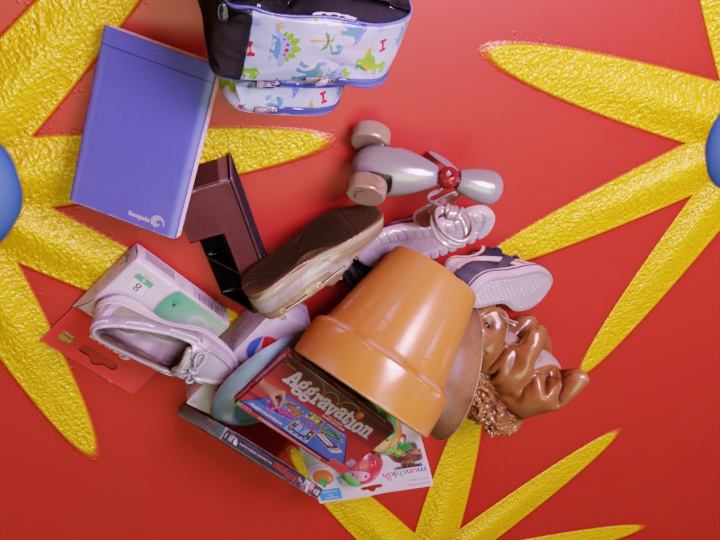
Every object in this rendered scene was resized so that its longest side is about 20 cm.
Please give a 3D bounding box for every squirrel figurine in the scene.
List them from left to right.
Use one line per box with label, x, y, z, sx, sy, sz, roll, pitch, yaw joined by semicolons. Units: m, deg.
squirrel figurine;0.197;0.146;1.124;0.186;0.142;0.200;34;107;-23

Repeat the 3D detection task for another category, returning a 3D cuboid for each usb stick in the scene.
usb stick;0.000;0.000;1.037;0.055;0.033;0.200;-34;124;-2

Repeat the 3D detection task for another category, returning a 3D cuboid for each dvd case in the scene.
dvd case;-0.163;0.267;1.111;0.200;0.146;0.022;41;71;-33

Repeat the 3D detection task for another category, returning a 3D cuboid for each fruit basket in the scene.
fruit basket;-0.001;0.261;1.103;0.184;0.094;0.201;-11;111;9

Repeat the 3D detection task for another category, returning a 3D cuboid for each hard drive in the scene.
hard drive;-0.240;-0.151;0.834;0.131;0.025;0.201;20;109;2

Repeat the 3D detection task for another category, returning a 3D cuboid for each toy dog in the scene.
toy dog;0.066;-0.107;0.942;0.199;0.096;0.132;31;71;1

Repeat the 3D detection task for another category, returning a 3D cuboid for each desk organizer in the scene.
desk organizer;-0.168;-0.037;0.947;0.077;0.072;0.201;-16;125;-1

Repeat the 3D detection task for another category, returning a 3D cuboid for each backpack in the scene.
backpack;-0.061;-0.253;0.770;0.199;0.184;0.147;-2;139;-20

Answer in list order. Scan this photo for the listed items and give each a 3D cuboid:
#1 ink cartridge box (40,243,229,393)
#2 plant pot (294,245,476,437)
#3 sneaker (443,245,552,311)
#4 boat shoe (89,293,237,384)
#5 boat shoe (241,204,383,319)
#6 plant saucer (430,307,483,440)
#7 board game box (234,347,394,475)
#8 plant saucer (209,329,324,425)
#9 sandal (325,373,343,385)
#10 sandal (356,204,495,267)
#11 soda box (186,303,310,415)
ink cartridge box;-0.301;0.082;1.004;0.200;0.050;0.161;-42;122;11
plant pot;0.048;0.079;0.951;0.200;0.200;0.184;39;80;-31
sneaker;0.198;0.007;1.073;0.199;0.079;0.079;6;121;-48
boat shoe;-0.249;0.101;0.960;0.202;0.065;0.074;33;110;-25
boat shoe;-0.054;-0.012;0.942;0.199;0.074;0.067;-31;133;-11
plant saucer;0.113;0.135;1.054;0.035;0.201;0.201;14;118;-14
board game box;-0.058;0.191;0.995;0.103;0.019;0.200;-43;118;14
plant saucer;-0.115;0.156;1.047;0.200;0.027;0.200;-31;155;-16
sandal;-0.045;0.184;1.145;0.075;0.045;0.200;32;125;-24
sandal;0.083;-0.051;1.018;0.202;0.050;0.083;-12;141;-14
soda box;-0.159;0.115;1.052;0.068;0.064;0.200;35;109;-30
